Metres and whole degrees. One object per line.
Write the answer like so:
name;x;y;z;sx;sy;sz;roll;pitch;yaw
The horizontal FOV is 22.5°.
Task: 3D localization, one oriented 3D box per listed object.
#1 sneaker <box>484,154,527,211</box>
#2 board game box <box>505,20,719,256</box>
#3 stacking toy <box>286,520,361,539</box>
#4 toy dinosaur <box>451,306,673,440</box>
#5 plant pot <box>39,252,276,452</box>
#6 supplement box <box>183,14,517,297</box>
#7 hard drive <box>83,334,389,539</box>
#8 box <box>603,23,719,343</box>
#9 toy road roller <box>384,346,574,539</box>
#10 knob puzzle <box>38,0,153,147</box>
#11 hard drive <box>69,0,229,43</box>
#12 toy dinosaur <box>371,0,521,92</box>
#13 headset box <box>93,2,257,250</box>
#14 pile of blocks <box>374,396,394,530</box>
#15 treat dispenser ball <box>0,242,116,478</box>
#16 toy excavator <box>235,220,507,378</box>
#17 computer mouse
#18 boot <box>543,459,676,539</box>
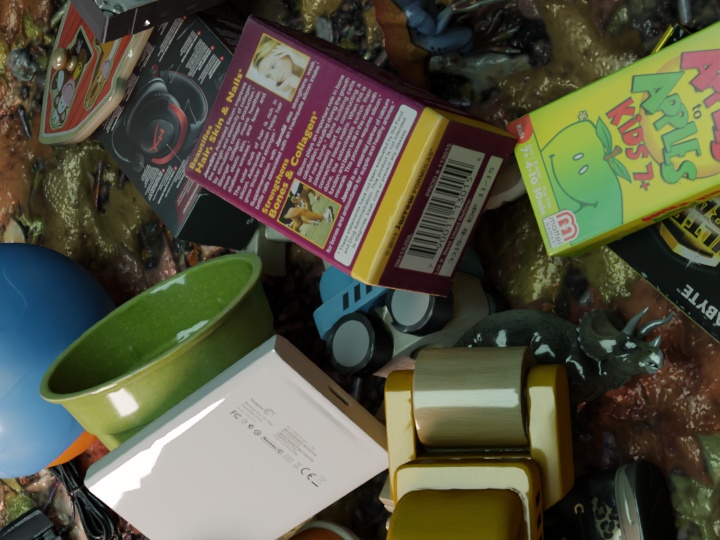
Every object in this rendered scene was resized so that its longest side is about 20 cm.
sneaker;0.043;-0.085;1.376;0.200;0.075;0.082;5;111;34
board game box;0.205;-0.091;1.236;0.200;0.048;0.102;-24;76;33
stacking toy;-0.086;0.281;1.394;0.146;0.200;0.146;13;107;51
toy dinosaur;0.129;0.069;1.326;0.200;0.077;0.103;6;91;19
plant pot;-0.118;0.118;1.429;0.200;0.200;0.190;-19;110;33
supplement box;-0.010;-0.082;1.299;0.200;0.103;0.131;32;104;35
hard drive;-0.088;0.142;1.327;0.200;0.026;0.132;-35;115;27
box;0.255;-0.051;1.261;0.200;0.049;0.160;44;112;25
toy road roller;0.074;0.155;1.232;0.123;0.146;0.200;-3;92;17
knob puzzle;-0.235;-0.195;1.542;0.220;0.030;0.220;-34;47;46
hard drive;-0.155;-0.268;1.448;0.140;0.200;0.038;54;149;22
toy dinosaur;0.045;-0.180;1.318;0.105;0.181;0.200;32;109;29
headset box;-0.126;-0.123;1.473;0.200;0.075;0.149;48;116;40
pile of blocks;0.060;0.175;1.375;0.062;0.082;0.200;10;120;31
treat dispenser ball;-0.299;0.076;1.545;0.201;0.201;0.201;1;92;34
toy excavator;0.000;0.000;1.419;0.194;0.100;0.200;-35;58;30
computer mouse;-0.317;0.238;1.654;0.200;0.046;0.141;-39;71;28
boot;0.155;0.244;1.319;0.150;0.073;0.200;-9;82;33
